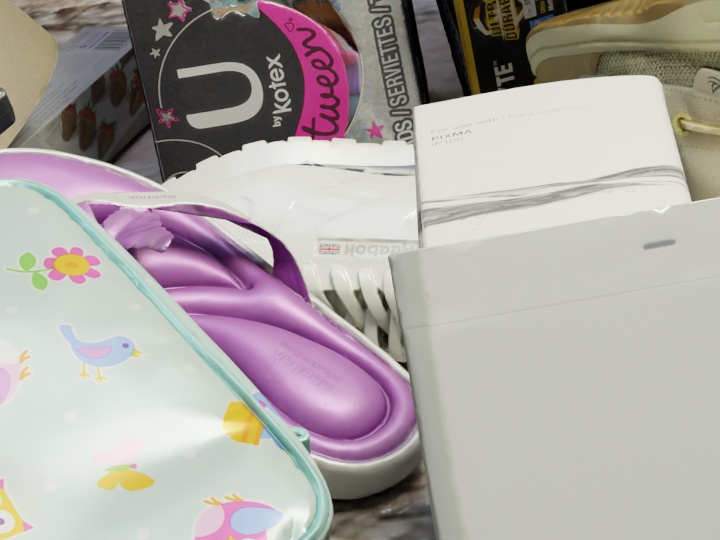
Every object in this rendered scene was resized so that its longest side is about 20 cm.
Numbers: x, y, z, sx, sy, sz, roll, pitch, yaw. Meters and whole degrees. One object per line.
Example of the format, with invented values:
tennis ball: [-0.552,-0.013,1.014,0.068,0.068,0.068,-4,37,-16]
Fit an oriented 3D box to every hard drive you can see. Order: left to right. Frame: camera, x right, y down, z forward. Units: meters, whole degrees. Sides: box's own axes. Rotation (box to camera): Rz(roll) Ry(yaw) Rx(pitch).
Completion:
hard drive: [0.088,0.084,0.711,0.131,0.201,0.026,-10,-1,2]

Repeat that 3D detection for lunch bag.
lunch bag: [-0.105,0.067,0.892,0.160,0.077,0.200,-25,53,-27]

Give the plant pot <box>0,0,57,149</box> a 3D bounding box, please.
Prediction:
plant pot: [-0.253,-0.097,1.132,0.187,0.200,0.187,-36,21,17]

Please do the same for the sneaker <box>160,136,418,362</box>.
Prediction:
sneaker: [0.000,0.000,1.062,0.199,0.077,0.081,-11,35,3]

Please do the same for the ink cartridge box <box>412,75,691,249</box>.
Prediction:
ink cartridge box: [0.065,0.047,0.845,0.082,0.147,0.200,-8,26,4]

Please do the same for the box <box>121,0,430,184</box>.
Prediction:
box: [-0.042,-0.133,1.196,0.114,0.201,0.132,-11,25,4]

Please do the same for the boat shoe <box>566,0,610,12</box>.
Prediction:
boat shoe: [0.128,-0.109,1.231,0.060,0.072,0.202,-24,22,-21]

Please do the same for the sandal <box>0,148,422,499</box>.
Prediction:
sandal: [-0.059,0.003,1.007,0.202,0.050,0.082,29,48,16]

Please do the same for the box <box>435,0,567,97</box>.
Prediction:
box: [0.041,-0.168,1.203,0.049,0.160,0.200,-16,52,1]

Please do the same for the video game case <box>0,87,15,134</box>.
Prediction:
video game case: [-0.233,-0.022,0.979,0.143,0.019,0.200,29,61,35]

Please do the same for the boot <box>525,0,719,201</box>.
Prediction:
boot: [0.123,-0.019,0.962,0.072,0.155,0.200,-17,6,-20]

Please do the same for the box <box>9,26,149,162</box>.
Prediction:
box: [-0.143,-0.048,1.248,0.041,0.039,0.200,0,28,25]
